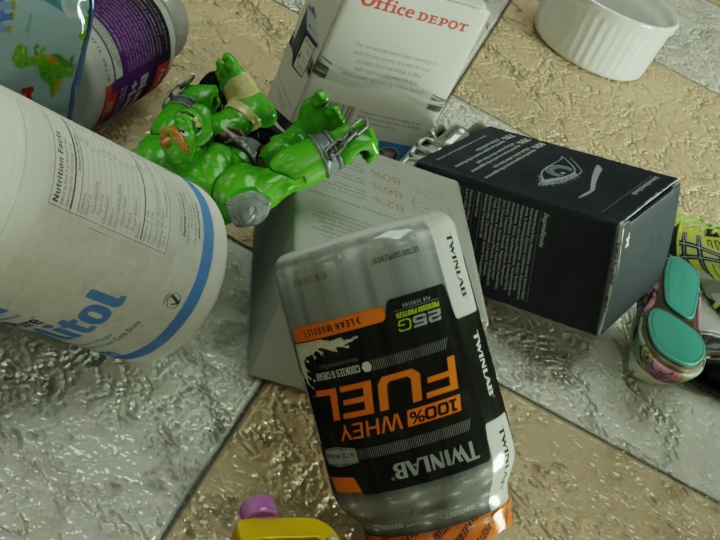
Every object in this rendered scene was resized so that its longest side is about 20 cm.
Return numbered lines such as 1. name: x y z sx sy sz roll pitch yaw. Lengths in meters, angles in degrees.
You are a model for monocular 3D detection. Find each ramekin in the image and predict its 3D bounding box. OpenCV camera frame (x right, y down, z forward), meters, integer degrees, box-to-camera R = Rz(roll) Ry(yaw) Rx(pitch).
1. ramekin: 0.346 -0.359 1.710 0.198 0.098 0.201 18 32 -12

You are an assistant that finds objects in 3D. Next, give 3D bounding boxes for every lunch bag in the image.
1. lunch bag: -0.280 -0.134 0.830 0.159 0.202 0.083 1 32 -37

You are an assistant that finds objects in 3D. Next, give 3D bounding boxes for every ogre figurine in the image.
1. ogre figurine: -0.092 -0.087 0.876 0.199 0.099 0.120 32 58 21

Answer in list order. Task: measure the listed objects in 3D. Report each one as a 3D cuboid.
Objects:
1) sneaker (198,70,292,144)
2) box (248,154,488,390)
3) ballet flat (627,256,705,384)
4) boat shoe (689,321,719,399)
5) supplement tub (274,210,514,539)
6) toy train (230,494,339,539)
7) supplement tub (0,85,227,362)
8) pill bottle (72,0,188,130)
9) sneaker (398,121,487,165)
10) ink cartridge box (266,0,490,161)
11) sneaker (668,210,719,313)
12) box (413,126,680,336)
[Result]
1. sneaker: -0.078 -0.103 1.082 0.200 0.072 0.083 45 12 25
2. box: 0.000 0.000 0.929 0.151 0.107 0.201 18 33 -14
3. ballet flat: 0.272 0.058 1.079 0.069 0.071 0.200 32 31 -3
4. boat shoe: 0.386 0.112 1.089 0.198 0.070 0.066 26 39 1
5. supplement tub: 0.026 0.073 0.755 0.122 0.122 0.202 -16 90 -48
6. toy train: -0.032 0.207 0.662 0.198 0.056 0.151 21 33 -4
7. supplement tub: -0.192 -0.026 0.748 0.199 0.132 0.132 25 22 -49
8. pill bottle: -0.229 -0.193 1.038 0.111 0.112 0.200 29 32 5
9. sneaker: 0.062 -0.097 1.133 0.074 0.088 0.199 33 32 22
10. ink cartridge box: 0.010 -0.195 1.130 0.145 0.201 0.086 9 35 -27
11. sneaker: 0.374 -0.023 1.266 0.075 0.077 0.200 -15 50 -45
12. box: 0.159 -0.041 1.053 0.199 0.105 0.148 21 29 28
